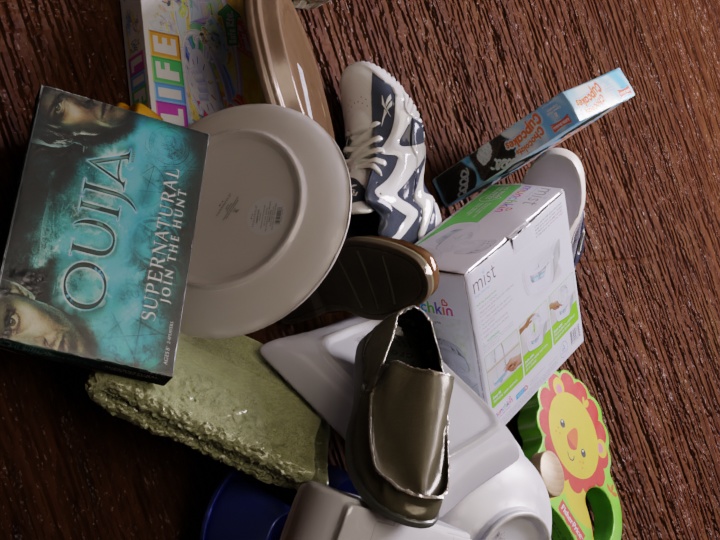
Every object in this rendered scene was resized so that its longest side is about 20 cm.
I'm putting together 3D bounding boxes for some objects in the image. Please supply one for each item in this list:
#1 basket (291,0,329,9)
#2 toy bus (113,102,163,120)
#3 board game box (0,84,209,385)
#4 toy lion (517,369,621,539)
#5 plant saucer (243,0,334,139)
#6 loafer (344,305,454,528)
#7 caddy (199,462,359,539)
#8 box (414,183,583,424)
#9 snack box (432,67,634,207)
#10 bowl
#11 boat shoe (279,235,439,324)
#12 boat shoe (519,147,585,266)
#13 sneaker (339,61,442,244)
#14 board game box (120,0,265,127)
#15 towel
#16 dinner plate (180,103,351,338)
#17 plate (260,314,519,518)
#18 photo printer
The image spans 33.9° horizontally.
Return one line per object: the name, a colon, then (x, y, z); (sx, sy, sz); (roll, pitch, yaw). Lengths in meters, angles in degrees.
basket: (-0.065, -0.361, 1.118); (0.123, 0.135, 0.202); (-2, 79, -46)
toy bus: (-0.218, -0.044, 0.921); (0.078, 0.065, 0.202); (29, 59, -31)
board game box: (-0.189, -0.027, 0.865); (0.134, 0.028, 0.202); (15, 64, -21)
toy lion: (0.227, 0.216, 1.277); (0.201, 0.068, 0.192); (58, 39, -14)
plant saucer: (-0.058, -0.164, 1.057); (0.200, 0.029, 0.202); (-15, 90, -82)
loafer: (0.031, 0.101, 0.888); (0.074, 0.070, 0.201); (15, 38, -19)
caddy: (-0.053, 0.242, 0.959); (0.141, 0.104, 0.202); (-22, 110, -38)
box: (0.131, 0.034, 1.171); (0.200, 0.096, 0.178); (-37, 123, -43)
snack box: (0.178, -0.137, 1.233); (0.116, 0.199, 0.037); (-28, 87, -44)
bowl: (0.109, 0.246, 1.071); (0.200, 0.090, 0.203); (-12, 110, -34)
boat shoe: (0.000, 0.000, 1.019); (0.068, 0.199, 0.073); (-26, 105, -41)
boat shoe: (0.212, -0.060, 1.287); (0.093, 0.074, 0.201); (-50, 154, -46)
sneaker: (0.002, -0.098, 1.137); (0.129, 0.079, 0.201); (-24, 104, -53)
board game box: (-0.140, -0.151, 1.049); (0.134, 0.034, 0.202); (2, 76, -43)
towel: (-0.111, 0.094, 0.921); (0.199, 0.037, 0.149); (26, 25, -13)
dinner plate: (-0.103, -0.045, 0.924); (0.024, 0.198, 0.202); (48, 42, -62)
plate: (0.037, 0.106, 1.003); (0.200, 0.032, 0.199); (43, 24, 17)
photo printer: (-0.008, 0.273, 0.883); (0.166, 0.069, 0.202); (25, 81, -42)
